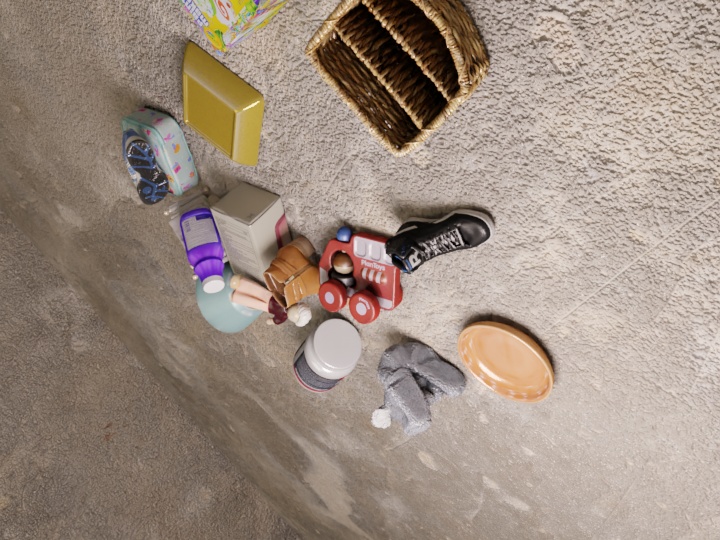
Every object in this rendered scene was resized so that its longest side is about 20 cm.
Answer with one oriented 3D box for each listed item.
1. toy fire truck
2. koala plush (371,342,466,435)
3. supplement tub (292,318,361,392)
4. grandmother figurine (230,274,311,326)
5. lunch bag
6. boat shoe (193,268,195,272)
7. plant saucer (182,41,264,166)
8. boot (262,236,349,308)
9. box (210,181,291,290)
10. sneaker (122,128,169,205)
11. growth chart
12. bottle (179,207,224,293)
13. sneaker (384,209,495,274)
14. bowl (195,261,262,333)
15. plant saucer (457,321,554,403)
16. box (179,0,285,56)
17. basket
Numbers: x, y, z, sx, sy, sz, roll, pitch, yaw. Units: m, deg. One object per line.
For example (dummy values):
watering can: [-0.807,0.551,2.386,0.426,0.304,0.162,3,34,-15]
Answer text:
toy fire truck: [0.000,0.000,1.217,0.198,0.111,0.171,18,116,33]
koala plush: [0.106,0.276,1.354,0.184,0.176,0.201,45,150,18]
supplement tub: [-0.085,0.215,1.500,0.140,0.141,0.200,41,148,2]
grandmother figurine: [-0.199,0.076,1.349,0.197,0.061,0.123,18,134,18]
lunch bag: [-0.477,-0.277,1.422,0.159,0.077,0.202,22,141,29]
boat shoe: [-0.392,-0.088,1.461,0.073,0.064,0.203,-41,59,48]
plant saucer: [-0.288,-0.318,1.201,0.199,0.049,0.201,37,147,8]
boot: [-0.119,0.038,1.313,0.200,0.155,0.073,48,130,-9]
box: [-0.238,-0.077,1.363,0.126,0.109,0.202,23,142,28]
sneaker: [-0.490,-0.234,1.364,0.077,0.075,0.202,52,154,31]
growth chart: [-0.374,-0.095,1.426,0.202,0.143,0.018,61,155,9]
bottle: [-0.349,-0.045,1.345,0.066,0.082,0.202,90,160,-58]
sneaker: [0.125,-0.038,1.012,0.198,0.112,0.074,-3,128,48]
bowl: [-0.305,0.051,1.518,0.104,0.202,0.202,-13,120,38]
plant saucer: [0.280,0.171,1.153,0.198,0.037,0.202,29,144,23]
box: [-0.191,-0.461,0.862,0.191,0.122,0.201,-14,118,52]
basket: [0.055,-0.280,0.779,0.200,0.149,0.142,48,147,-7]
